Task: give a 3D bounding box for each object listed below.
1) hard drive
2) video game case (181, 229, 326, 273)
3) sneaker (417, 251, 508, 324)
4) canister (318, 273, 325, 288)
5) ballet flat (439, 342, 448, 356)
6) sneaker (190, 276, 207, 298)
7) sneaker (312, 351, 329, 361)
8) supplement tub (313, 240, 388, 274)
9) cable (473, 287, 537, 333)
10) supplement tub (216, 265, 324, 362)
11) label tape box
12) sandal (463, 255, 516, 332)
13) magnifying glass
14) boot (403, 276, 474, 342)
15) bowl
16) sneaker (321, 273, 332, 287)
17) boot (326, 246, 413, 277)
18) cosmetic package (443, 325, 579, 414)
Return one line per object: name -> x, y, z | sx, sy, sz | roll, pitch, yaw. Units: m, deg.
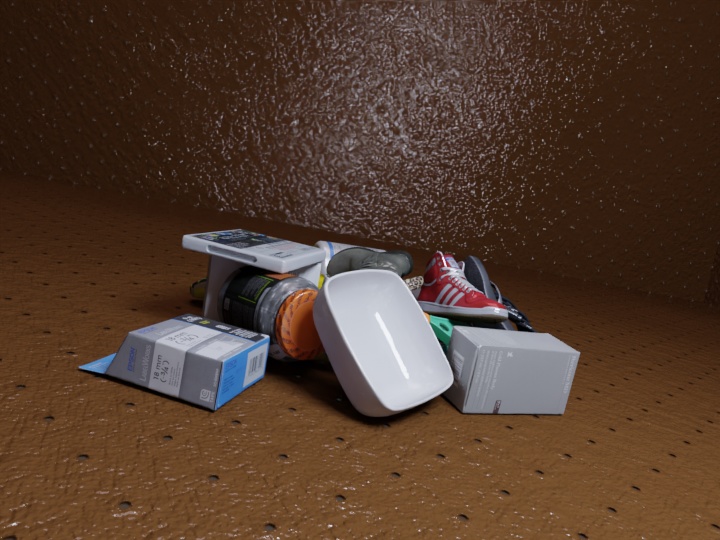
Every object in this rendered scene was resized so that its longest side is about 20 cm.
hard drive -> -0.170, 0.040, 1.029 | 0.194, 0.137, 0.026 | 6, 10, -26
video game case -> -0.169, -0.035, 0.989 | 0.176, 0.024, 0.200 | 14, 10, 14
sneaker -> 0.172, 0.027, 1.006 | 0.070, 0.116, 0.197 | 20, -11, -37
canister -> -0.151, 0.030, 1.285 | 0.146, 0.090, 0.197 | 5, 12, -45
ballet flat -> 0.162, 0.151, 0.995 | 0.194, 0.070, 0.063 | 9, -22, -31
sneaker -> -0.238, 0.041, 1.135 | 0.193, 0.079, 0.075 | -5, 12, 17
sneaker -> -0.013, 0.122, 0.951 | 0.193, 0.079, 0.076 | -8, 33, -4
supplement tub -> -0.022, 0.007, 1.439 | 0.193, 0.137, 0.132 | 8, 9, -22
cable -> 0.269, 0.100, 1.113 | 0.159, 0.051, 0.204 | -1, 55, -40
supplement tub -> -0.129, 0.065, 0.906 | 0.120, 0.127, 0.197 | 4, 6, -37
label tape box -> -0.236, 0.105, 0.772 | 0.193, 0.066, 0.144 | 13, 8, 12
sandal -> 0.220, 0.066, 1.028 | 0.042, 0.077, 0.204 | 4, 50, -28
magnifying glass -> 0.126, 0.090, 0.950 | 0.195, 0.023, 0.080 | 25, 27, -11
boot -> 0.159, 0.088, 1.152 | 0.194, 0.074, 0.153 | -2, 47, -31
bowl -> 0.022, 0.104, 0.828 | 0.074, 0.204, 0.197 | -38, -19, 32
sneaker -> -0.049, 0.075, 1.145 | 0.077, 0.092, 0.200 | 25, -9, 18
boot -> 0.000, 0.000, 1.151 | 0.194, 0.070, 0.130 | -3, 13, 25
cosmetic package -> 0.226, 0.153, 0.903 | 0.193, 0.111, 0.090 | 6, 13, -22
